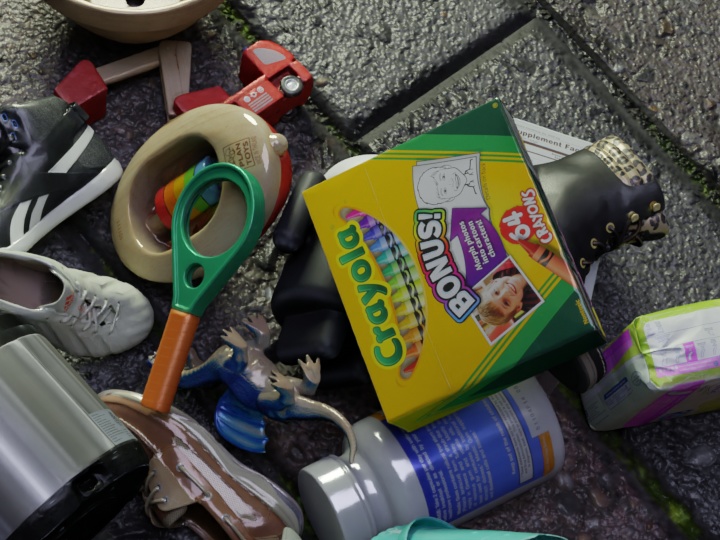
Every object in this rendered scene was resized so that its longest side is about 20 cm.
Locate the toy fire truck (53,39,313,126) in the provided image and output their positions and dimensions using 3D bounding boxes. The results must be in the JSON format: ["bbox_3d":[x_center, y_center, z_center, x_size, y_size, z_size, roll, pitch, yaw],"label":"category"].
[{"bbox_3d":[-0.156,-0.157,1.556,0.200,0.049,0.141,-38,75,-24],"label":"toy fire truck"}]

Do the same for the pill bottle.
[{"bbox_3d":[0.055,0.156,1.413,0.199,0.112,0.112,-23,71,-20],"label":"pill bottle"}]

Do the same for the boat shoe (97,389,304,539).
[{"bbox_3d":[-0.140,0.168,1.390,0.200,0.076,0.072,33,59,7],"label":"boat shoe"}]

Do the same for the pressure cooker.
[{"bbox_3d":[-0.280,0.130,1.327,0.200,0.176,0.178,46,62,8],"label":"pressure cooker"}]

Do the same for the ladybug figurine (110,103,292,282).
[{"bbox_3d":[-0.125,-0.062,1.455,0.072,0.200,0.136,7,65,-48],"label":"ladybug figurine"}]

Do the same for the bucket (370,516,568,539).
[{"bbox_3d":[0.077,0.283,1.298,0.134,0.207,0.208,4,53,41],"label":"bucket"}]

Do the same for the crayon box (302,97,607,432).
[{"bbox_3d":[0.070,-0.004,1.345,0.172,0.058,0.201,-25,70,11],"label":"crayon box"}]

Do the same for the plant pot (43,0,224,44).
[{"bbox_3d":[-0.203,-0.270,1.567,0.200,0.093,0.202,4,54,-5],"label":"plant pot"}]

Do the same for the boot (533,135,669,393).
[{"bbox_3d":[0.183,-0.013,1.415,0.150,0.073,0.201,-21,66,-20],"label":"boot"}]

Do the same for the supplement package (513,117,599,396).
[{"bbox_3d":[0.141,-0.010,1.507,0.109,0.114,0.201,17,62,-3],"label":"supplement package"}]

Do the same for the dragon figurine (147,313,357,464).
[{"bbox_3d":[-0.080,0.105,1.408,0.200,0.100,0.059,36,38,15],"label":"dragon figurine"}]

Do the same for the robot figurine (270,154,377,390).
[{"bbox_3d":[0.000,-0.001,1.468,0.124,0.150,0.201,14,63,14],"label":"robot figurine"}]

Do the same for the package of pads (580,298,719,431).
[{"bbox_3d":[0.299,0.072,1.473,0.199,0.155,0.069,-10,73,-15],"label":"package of pads"}]

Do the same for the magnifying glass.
[{"bbox_3d":[-0.129,0.013,1.371,0.079,0.022,0.201,17,85,34],"label":"magnifying glass"}]

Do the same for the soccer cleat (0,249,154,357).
[{"bbox_3d":[-0.239,0.026,1.400,0.199,0.077,0.070,16,71,-41],"label":"soccer cleat"}]

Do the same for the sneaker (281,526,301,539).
[{"bbox_3d":[-0.110,0.254,1.296,0.199,0.076,0.092,-15,58,-35],"label":"sneaker"}]

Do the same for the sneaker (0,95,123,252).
[{"bbox_3d":[-0.302,-0.071,1.457,0.200,0.073,0.112,-42,105,-33],"label":"sneaker"}]
